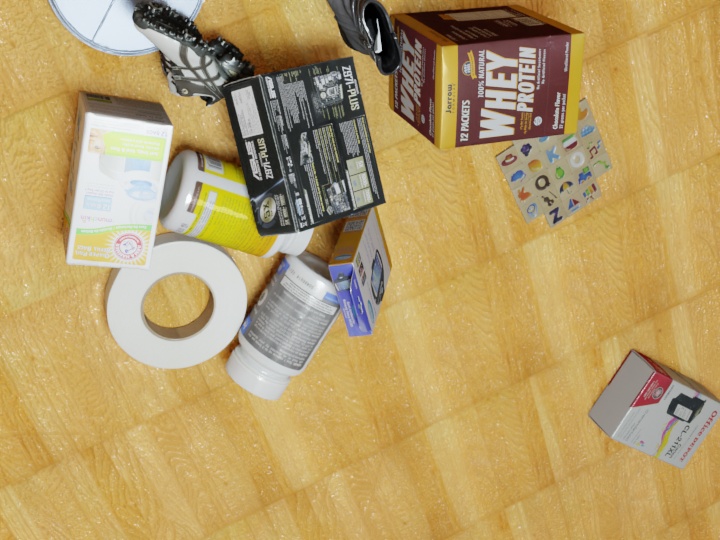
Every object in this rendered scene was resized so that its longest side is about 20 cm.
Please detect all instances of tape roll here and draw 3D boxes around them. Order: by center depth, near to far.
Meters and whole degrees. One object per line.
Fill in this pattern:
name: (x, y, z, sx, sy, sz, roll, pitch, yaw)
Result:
tape roll: (-0.261, 0.044, 1.441, 0.201, 0.037, 0.205, -9, 118, -17)

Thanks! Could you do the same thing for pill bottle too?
pill bottle: (-0.164, -0.083, 1.375, 0.198, 0.109, 0.110, 17, 107, -27)
pill bottle: (-0.106, 0.080, 1.472, 0.113, 0.114, 0.201, 27, 102, -29)

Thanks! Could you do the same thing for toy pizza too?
toy pizza: (-0.286, -0.364, 1.240, 0.198, 0.032, 0.202, -9, 116, -18)

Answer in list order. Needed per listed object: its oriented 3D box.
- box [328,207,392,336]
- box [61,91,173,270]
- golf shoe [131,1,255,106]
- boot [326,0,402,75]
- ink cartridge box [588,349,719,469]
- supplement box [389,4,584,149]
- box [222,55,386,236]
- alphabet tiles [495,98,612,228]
box: (0.000, 0.000, 1.432, 0.041, 0.201, 0.120, -5, 121, 18)
box: (-0.316, -0.113, 1.307, 0.111, 0.101, 0.202, 6, 112, -23)
golf shoe: (-0.219, -0.258, 1.262, 0.094, 0.078, 0.199, -44, 147, 16)
boot: (-0.008, -0.353, 1.293, 0.070, 0.132, 0.201, -35, 122, -1)
ink cartridge box: (0.532, 0.250, 1.815, 0.199, 0.083, 0.147, 24, 103, -28)
supplement box: (0.162, -0.265, 1.362, 0.198, 0.197, 0.134, -9, 117, -16)
box: (-0.071, -0.162, 1.320, 0.163, 0.086, 0.202, -22, 103, -40)
alphabet tiles: (0.302, -0.168, 1.574, 0.166, 0.006, 0.201, -33, 121, -3)
